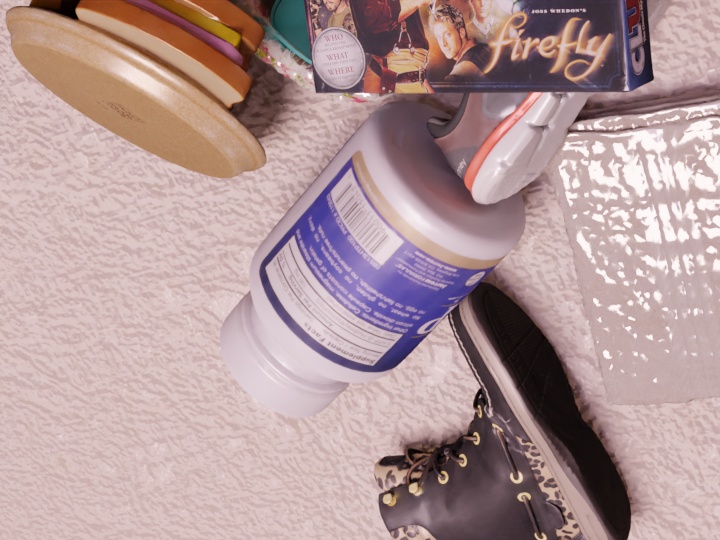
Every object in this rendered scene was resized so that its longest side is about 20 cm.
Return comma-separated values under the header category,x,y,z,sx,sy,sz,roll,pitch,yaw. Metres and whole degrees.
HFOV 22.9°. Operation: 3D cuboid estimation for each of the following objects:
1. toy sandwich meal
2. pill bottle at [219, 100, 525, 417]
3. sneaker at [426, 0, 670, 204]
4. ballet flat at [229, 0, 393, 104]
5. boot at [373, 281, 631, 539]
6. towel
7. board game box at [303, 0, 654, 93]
category,x,y,z,sx,sy,sz,roll,pitch,yaw
toy sandwich meal,-0.132,-0.130,1.109,0.205,0.205,0.070,27,79,10
pill bottle,0.000,0.000,1.121,0.120,0.120,0.200,43,124,0
sneaker,0.106,-0.135,1.027,0.082,0.077,0.200,45,108,21
ballet flat,-0.057,-0.162,1.108,0.200,0.076,0.064,36,154,9
boot,0.073,0.116,1.177,0.151,0.073,0.200,-23,109,31
towel,0.192,-0.010,1.082,0.132,0.034,0.200,-5,111,28
board game box,0.058,-0.166,0.977,0.200,0.035,0.136,3,108,32
